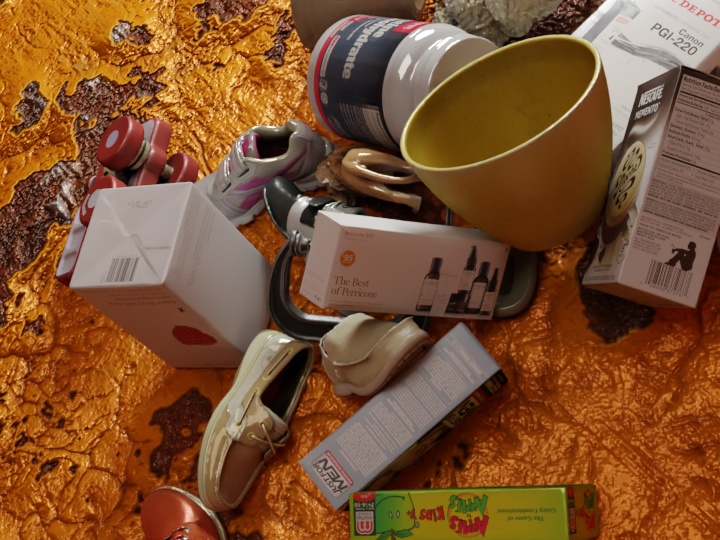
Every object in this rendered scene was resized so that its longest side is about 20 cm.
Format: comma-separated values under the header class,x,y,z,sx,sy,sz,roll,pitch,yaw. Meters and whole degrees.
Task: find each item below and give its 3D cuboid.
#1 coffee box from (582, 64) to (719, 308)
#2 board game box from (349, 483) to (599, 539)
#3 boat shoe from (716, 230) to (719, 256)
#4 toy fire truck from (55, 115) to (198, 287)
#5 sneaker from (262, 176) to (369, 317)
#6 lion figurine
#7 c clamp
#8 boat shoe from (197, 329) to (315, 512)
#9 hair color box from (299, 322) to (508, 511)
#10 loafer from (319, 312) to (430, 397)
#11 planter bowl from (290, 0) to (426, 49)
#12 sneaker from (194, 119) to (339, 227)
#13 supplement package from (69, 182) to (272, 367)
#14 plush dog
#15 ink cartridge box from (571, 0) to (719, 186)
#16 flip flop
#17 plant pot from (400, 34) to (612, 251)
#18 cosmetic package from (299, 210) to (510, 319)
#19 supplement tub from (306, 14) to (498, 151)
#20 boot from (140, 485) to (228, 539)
class,x,y,z,sx,sy,sz,roll,pitch,yaw
coffee box,0.279,-0.072,1.109,0.079,0.113,0.201,17,86,-5
board game box,0.101,0.217,1.082,0.199,0.101,0.048,-7,80,25
boat shoe,0.376,-0.102,1.149,0.065,0.072,0.201,3,59,28
toy fire truck,-0.296,-0.086,1.479,0.167,0.112,0.201,-16,53,41
sneaker,-0.031,-0.048,1.316,0.089,0.074,0.200,-52,57,22
lion figurine,0.011,-0.103,1.287,0.122,0.200,0.073,18,84,1
c clamp,0.000,0.000,1.238,0.198,0.172,0.027,-1,21,7
boat shoe,-0.105,0.153,1.250,0.066,0.074,0.201,4,65,36
hair color box,0.044,0.142,1.154,0.200,0.099,0.061,-41,74,1
loafer,0.002,0.077,1.170,0.076,0.200,0.068,-39,92,-24
planter bowl,0.009,-0.357,1.421,0.134,0.200,0.201,5,64,13
sneaker,-0.127,-0.120,1.406,0.199,0.088,0.082,-25,49,12
supplement package,-0.191,0.011,1.297,0.121,0.200,0.120,-3,61,27
plush dog,0.151,-0.309,1.359,0.171,0.160,0.201,-32,54,33
ink cartridge box,0.283,-0.198,1.241,0.200,0.085,0.146,-44,53,-3
flip flop,0.144,-0.050,1.243,0.081,0.058,0.201,-8,62,29
plant pot,0.157,-0.104,1.143,0.199,0.142,0.201,-24,31,15
cosmetic package,0.046,-0.003,1.156,0.051,0.199,0.083,29,111,54
supplement tub,0.050,-0.197,1.307,0.199,0.140,0.141,19,72,48
boot,-0.176,0.278,1.197,0.075,0.107,0.200,-43,50,2
